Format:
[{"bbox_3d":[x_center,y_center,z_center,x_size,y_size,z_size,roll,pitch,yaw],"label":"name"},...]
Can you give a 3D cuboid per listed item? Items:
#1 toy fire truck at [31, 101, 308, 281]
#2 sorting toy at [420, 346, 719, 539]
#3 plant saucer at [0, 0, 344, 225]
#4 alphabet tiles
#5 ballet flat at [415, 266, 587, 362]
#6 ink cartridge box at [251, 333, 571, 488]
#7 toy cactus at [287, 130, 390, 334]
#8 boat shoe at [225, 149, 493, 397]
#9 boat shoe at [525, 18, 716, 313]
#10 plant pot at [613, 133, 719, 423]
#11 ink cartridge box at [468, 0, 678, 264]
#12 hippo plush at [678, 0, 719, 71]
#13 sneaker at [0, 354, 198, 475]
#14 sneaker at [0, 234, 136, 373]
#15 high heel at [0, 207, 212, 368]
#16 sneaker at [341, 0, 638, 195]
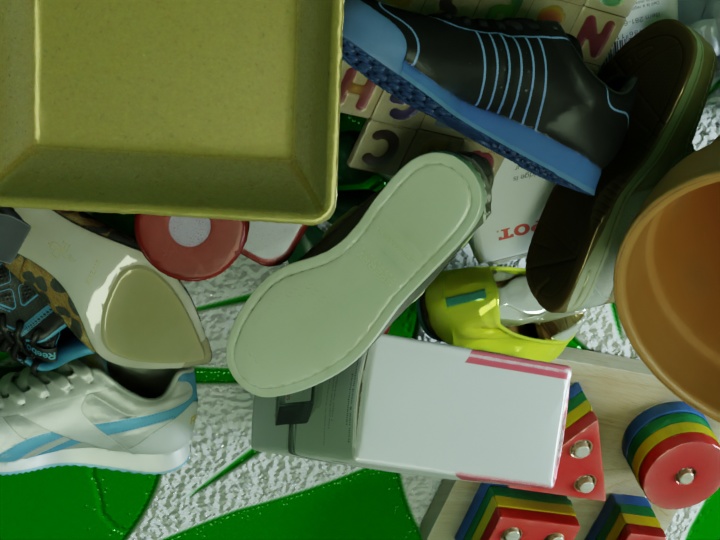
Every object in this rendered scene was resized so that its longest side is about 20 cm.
[{"bbox_3d":[-0.104,-0.099,1.008,0.200,0.112,0.168,29,102,-4],"label":"toy fire truck"},{"bbox_3d":[0.177,0.165,1.316,0.200,0.070,0.199,10,122,-21],"label":"sorting toy"},{"bbox_3d":[-0.106,-0.132,0.914,0.199,0.048,0.201,4,105,4],"label":"plant saucer"},{"bbox_3d":[0.074,-0.135,0.989,0.166,0.006,0.200,9,121,-30],"label":"alphabet tiles"},{"bbox_3d":[0.113,0.026,1.148,0.067,0.067,0.200,-21,166,30],"label":"ballet flat"},{"bbox_3d":[0.027,0.093,1.140,0.145,0.200,0.085,11,84,-21],"label":"ink cartridge box"},{"bbox_3d":[-0.021,-0.032,1.106,0.165,0.102,0.200,17,146,-4],"label":"toy cactus"},{"bbox_3d":[0.002,0.002,1.017,0.202,0.060,0.072,-42,86,22],"label":"boat shoe"},{"bbox_3d":[0.168,-0.062,1.049,0.066,0.074,0.200,3,127,-33],"label":"boat shoe"},{"bbox_3d":[0.261,-0.017,0.988,0.200,0.140,0.200,15,134,16],"label":"plant pot"},{"bbox_3d":[0.123,-0.119,1.086,0.144,0.084,0.200,-14,127,-4],"label":"ink cartridge box"},{"bbox_3d":[0.261,-0.119,1.069,0.161,0.200,0.160,29,92,-22],"label":"hippo plush"},{"bbox_3d":[-0.209,0.089,1.164,0.200,0.077,0.081,1,117,-23],"label":"sneaker"},{"bbox_3d":[-0.225,0.021,1.092,0.199,0.082,0.073,-4,140,-10],"label":"sneaker"},{"bbox_3d":[-0.181,-0.013,1.062,0.200,0.143,0.071,36,92,-39],"label":"high heel"},{"bbox_3d":[0.071,-0.116,0.962,0.200,0.070,0.078,27,88,-30],"label":"sneaker"}]
